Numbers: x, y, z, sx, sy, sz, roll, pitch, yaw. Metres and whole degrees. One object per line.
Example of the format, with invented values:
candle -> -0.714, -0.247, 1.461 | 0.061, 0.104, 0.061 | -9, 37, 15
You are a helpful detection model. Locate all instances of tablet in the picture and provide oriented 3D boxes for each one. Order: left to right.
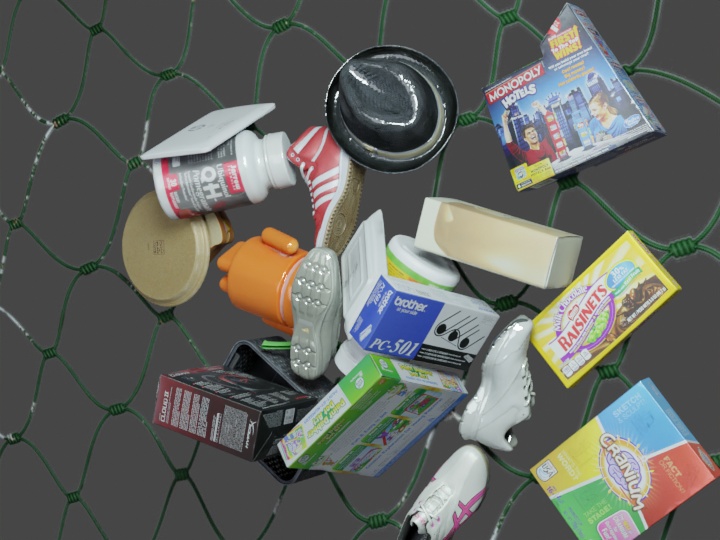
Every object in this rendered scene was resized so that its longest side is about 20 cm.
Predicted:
tablet -> -0.226, -0.209, 1.789 | 0.129, 0.200, 0.014 | -3, 113, 30

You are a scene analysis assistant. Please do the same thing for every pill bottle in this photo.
pill bottle -> -0.201, -0.147, 1.792 | 0.198, 0.111, 0.112 | -11, 85, 9
pill bottle -> 0.045, 0.062, 1.678 | 0.111, 0.111, 0.201 | 38, 109, 24

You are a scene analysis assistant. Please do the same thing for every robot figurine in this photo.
robot figurine -> -0.117, 0.018, 1.770 | 0.199, 0.116, 0.145 | 19, 91, 27

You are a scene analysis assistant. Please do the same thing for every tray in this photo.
tray -> 0.000, 0.000, 1.671 | 0.022, 0.201, 0.108 | 24, 119, -16

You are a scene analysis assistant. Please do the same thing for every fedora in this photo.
fedora -> 0.035, -0.236, 1.659 | 0.198, 0.092, 0.203 | -3, 77, 13

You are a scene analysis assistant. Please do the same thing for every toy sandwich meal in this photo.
toy sandwich meal -> -0.294, -0.042, 1.906 | 0.204, 0.070, 0.208 | 2, 94, 33

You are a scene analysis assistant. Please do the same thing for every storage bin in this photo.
storage bin -> -0.118, 0.206, 1.791 | 0.200, 0.093, 0.136 | 40, 110, 24

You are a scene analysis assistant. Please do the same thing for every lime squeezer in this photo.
lime squeezer -> -0.042, 0.129, 1.759 | 0.199, 0.071, 0.038 | 27, 118, 2

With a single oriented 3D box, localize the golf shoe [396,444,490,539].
golf shoe -> 0.112, 0.330, 1.653 | 0.072, 0.092, 0.201 | 36, 111, 24

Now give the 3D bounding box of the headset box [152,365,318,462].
headset box -> -0.183, 0.194, 1.690 | 0.198, 0.148, 0.076 | 16, 99, 28

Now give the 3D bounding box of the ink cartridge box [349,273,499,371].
ink cartridge box -> 0.087, 0.072, 1.602 | 0.044, 0.199, 0.095 | 47, 114, 45

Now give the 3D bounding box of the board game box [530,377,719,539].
board game box -> 0.340, 0.260, 1.550 | 0.200, 0.040, 0.154 | -45, 70, 24

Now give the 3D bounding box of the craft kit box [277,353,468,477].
craft kit box -> 0.018, 0.205, 1.649 | 0.200, 0.197, 0.049 | -46, 56, 22

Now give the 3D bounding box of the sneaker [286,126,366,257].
sneaker -> -0.060, -0.117, 1.750 | 0.112, 0.071, 0.202 | 10, 80, 28

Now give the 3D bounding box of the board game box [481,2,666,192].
board game box -> 0.269, -0.232, 1.568 | 0.199, 0.061, 0.202 | -23, 79, 29

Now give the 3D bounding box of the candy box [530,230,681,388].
candy box -> 0.313, 0.052, 1.570 | 0.200, 0.026, 0.103 | -47, 66, 23

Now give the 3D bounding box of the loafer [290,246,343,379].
loafer -> -0.058, 0.056, 1.680 | 0.069, 0.070, 0.202 | 22, 119, 22

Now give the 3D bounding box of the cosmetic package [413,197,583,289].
cosmetic package -> 0.184, -0.038, 1.600 | 0.199, 0.105, 0.072 | 18, 100, 27

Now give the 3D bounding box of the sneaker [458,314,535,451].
sneaker -> 0.201, 0.153, 1.617 | 0.087, 0.074, 0.202 | 24, 117, 18
